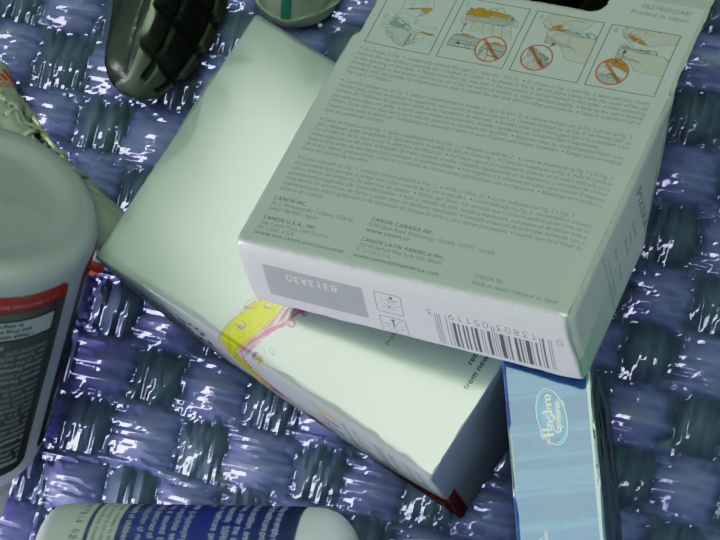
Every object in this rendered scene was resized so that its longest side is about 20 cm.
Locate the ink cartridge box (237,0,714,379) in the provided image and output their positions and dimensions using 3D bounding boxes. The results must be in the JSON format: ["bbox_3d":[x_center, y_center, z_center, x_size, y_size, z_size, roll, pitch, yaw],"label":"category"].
[{"bbox_3d":[0.058,-0.057,1.079,0.160,0.050,0.201,13,54,23],"label":"ink cartridge box"}]

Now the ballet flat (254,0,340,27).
[{"bbox_3d":[-0.022,-0.230,1.272,0.069,0.069,0.202,7,79,10],"label":"ballet flat"}]

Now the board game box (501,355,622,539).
[{"bbox_3d":[0.099,0.148,1.107,0.043,0.199,0.202,-6,77,8],"label":"board game box"}]

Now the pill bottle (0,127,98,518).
[{"bbox_3d":[-0.201,0.038,1.170,0.115,0.201,0.116,12,38,-10],"label":"pill bottle"}]

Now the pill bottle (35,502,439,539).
[{"bbox_3d":[-0.054,0.174,1.166,0.198,0.120,0.121,0,78,9],"label":"pill bottle"}]

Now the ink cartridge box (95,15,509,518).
[{"bbox_3d":[0.000,0.000,1.180,0.199,0.145,0.145,33,84,14],"label":"ink cartridge box"}]

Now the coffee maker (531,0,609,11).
[{"bbox_3d":[0.115,-0.198,1.227,0.191,0.135,0.201,30,82,37],"label":"coffee maker"}]

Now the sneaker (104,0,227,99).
[{"bbox_3d":[-0.107,-0.184,1.281,0.079,0.075,0.202,8,71,20],"label":"sneaker"}]

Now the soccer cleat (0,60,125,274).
[{"bbox_3d":[-0.190,-0.068,1.265,0.199,0.069,0.078,29,81,16],"label":"soccer cleat"}]
